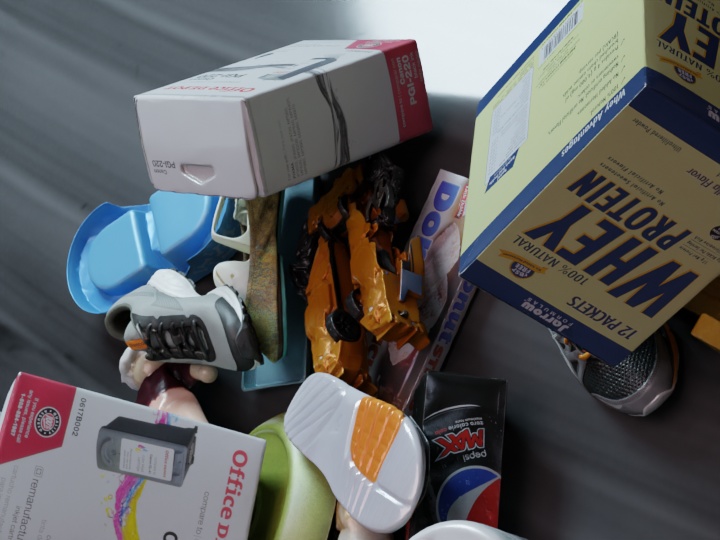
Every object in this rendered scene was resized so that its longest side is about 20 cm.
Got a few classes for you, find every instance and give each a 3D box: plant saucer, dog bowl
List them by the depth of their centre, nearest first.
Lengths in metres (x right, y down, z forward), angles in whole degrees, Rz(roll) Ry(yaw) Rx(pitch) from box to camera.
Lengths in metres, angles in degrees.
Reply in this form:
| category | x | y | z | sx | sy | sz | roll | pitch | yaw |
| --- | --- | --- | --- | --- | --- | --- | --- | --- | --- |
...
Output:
| category | x | y | z | sx | sy | sz | roll | pitch | yaw |
| --- | --- | --- | --- | --- | --- | --- | --- | --- | --- |
| plant saucer | -0.082 | 0.200 | 1.299 | 0.200 | 0.031 | 0.201 | -44 | 34 | 41 |
| plant saucer | -0.066 | 0.006 | 1.423 | 0.070 | 0.019 | 0.201 | -11 | 65 | 34 |
| dog bowl | -0.182 | -0.029 | 1.506 | 0.200 | 0.050 | 0.112 | -32 | 56 | 25 |

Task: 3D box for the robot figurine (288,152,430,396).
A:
| category | x | y | z | sx | sy | sz | roll | pitch | yaw |
| --- | --- | --- | --- | --- | --- | --- | --- | --- | --- |
| robot figurine | 0.000 | 0.000 | 1.320 | 0.145 | 0.058 | 0.200 | -44 | 35 | 33 |

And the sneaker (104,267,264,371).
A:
| category | x | y | z | sx | sy | sz | roll | pitch | yaw |
| --- | --- | --- | --- | --- | --- | --- | --- | --- | --- |
| sneaker | -0.146 | 0.053 | 1.369 | 0.200 | 0.079 | 0.074 | 12 | 124 | 56 |

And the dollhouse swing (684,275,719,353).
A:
| category | x | y | z | sx | sy | sz | roll | pitch | yaw |
| --- | --- | --- | --- | --- | --- | --- | --- | --- | --- |
| dollhouse swing | 0.263 | -0.049 | 1.104 | 0.176 | 0.182 | 0.200 | 32 | 94 | 25 |

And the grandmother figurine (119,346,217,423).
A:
| category | x | y | z | sx | sy | sz | roll | pitch | yaw |
| --- | --- | --- | --- | --- | --- | --- | --- | --- | --- |
| grandmother figurine | -0.165 | 0.122 | 1.405 | 0.121 | 0.061 | 0.200 | -37 | 36 | 5 |

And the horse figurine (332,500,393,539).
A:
| category | x | y | z | sx | sy | sz | roll | pitch | yaw |
| --- | --- | --- | --- | --- | --- | --- | --- | --- | --- |
| horse figurine | 0.004 | 0.220 | 1.209 | 0.133 | 0.050 | 0.201 | 102 | 172 | -47 |

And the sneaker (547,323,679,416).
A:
| category | x | y | z | sx | sy | sz | roll | pitch | yaw |
| --- | --- | --- | --- | --- | --- | --- | --- | --- | --- |
| sneaker | 0.160 | 0.025 | 1.204 | 0.078 | 0.077 | 0.200 | -43 | 53 | 14 |

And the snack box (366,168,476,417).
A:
| category | x | y | z | sx | sy | sz | roll | pitch | yaw |
| --- | --- | --- | --- | --- | --- | --- | --- | --- | --- |
| snack box | 0.054 | 0.021 | 1.320 | 0.072 | 0.024 | 0.201 | 22 | 87 | 44 |

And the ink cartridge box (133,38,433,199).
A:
| category | x | y | z | sx | sy | sz | roll | pitch | yaw |
| --- | --- | --- | --- | --- | --- | --- | --- | --- | --- |
| ink cartridge box | -0.062 | -0.128 | 1.340 | 0.145 | 0.200 | 0.085 | 7 | 115 | 45 |

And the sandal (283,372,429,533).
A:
| category | x | y | z | sx | sy | sz | roll | pitch | yaw |
| --- | --- | --- | --- | --- | --- | --- | --- | --- | --- |
| sandal | 0.010 | 0.129 | 1.190 | 0.079 | 0.059 | 0.207 | -59 | 29 | 4 |

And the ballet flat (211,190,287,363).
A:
| category | x | y | z | sx | sy | sz | roll | pitch | yaw |
| --- | --- | --- | --- | --- | --- | --- | --- | --- | --- |
| ballet flat | -0.095 | -0.015 | 1.395 | 0.070 | 0.071 | 0.201 | -18 | 60 | 31 |

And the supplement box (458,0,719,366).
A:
| category | x | y | z | sx | sy | sz | roll | pitch | yaw |
| --- | --- | --- | --- | --- | --- | --- | --- | --- | --- |
| supplement box | 0.181 | -0.085 | 1.112 | 0.200 | 0.134 | 0.200 | -48 | 21 | 37 |

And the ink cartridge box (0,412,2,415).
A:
| category | x | y | z | sx | sy | sz | roll | pitch | yaw |
| --- | --- | --- | --- | --- | --- | --- | --- | --- | --- |
| ink cartridge box | -0.245 | 0.195 | 1.366 | 0.068 | 0.200 | 0.115 | -46 | 51 | 14 |

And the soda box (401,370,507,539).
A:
| category | x | y | z | sx | sy | sz | roll | pitch | yaw |
| --- | --- | --- | --- | --- | --- | --- | --- | --- | --- |
| soda box | 0.066 | 0.180 | 1.207 | 0.063 | 0.071 | 0.201 | 7 | 73 | -5 |

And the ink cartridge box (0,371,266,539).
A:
| category | x | y | z | sx | sy | sz | roll | pitch | yaw |
| --- | --- | --- | --- | --- | --- | --- | --- | --- | --- |
| ink cartridge box | -0.185 | 0.177 | 1.232 | 0.086 | 0.199 | 0.148 | 131 | 152 | -64 |

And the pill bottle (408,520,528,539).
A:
| category | x | y | z | sx | sy | sz | roll | pitch | yaw |
| --- | --- | --- | --- | --- | --- | --- | --- | --- | --- |
| pill bottle | 0.109 | 0.236 | 1.078 | 0.113 | 0.200 | 0.114 | -14 | 65 | 33 |
